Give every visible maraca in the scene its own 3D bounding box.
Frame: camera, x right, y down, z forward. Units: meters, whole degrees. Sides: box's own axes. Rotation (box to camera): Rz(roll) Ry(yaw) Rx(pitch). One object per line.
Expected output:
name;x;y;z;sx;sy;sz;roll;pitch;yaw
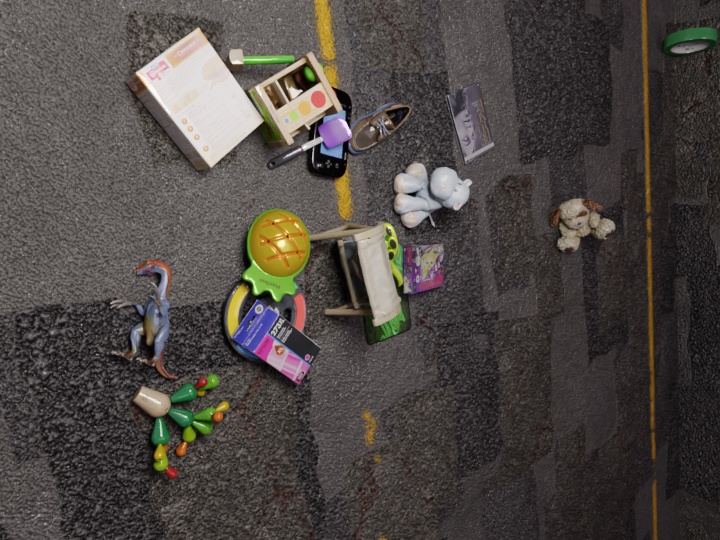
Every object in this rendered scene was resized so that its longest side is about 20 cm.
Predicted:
maraca;-0.173;-0.035;1.092;0.137;0.107;0.201;19;66;-19

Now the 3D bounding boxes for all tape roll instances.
tape roll;1.417;-0.983;2.272;0.200;0.200;0.048;-2;94;-39

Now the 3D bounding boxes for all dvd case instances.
dvd case;0.322;-0.429;1.536;0.148;0.016;0.201;-32;113;-34

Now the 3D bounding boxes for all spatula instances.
spatula;-0.115;-0.273;1.152;0.199;0.021;0.057;-30;102;-14

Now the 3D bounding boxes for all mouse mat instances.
mouse mat;0.067;0.079;1.372;0.160;0.008;0.201;-16;104;-37

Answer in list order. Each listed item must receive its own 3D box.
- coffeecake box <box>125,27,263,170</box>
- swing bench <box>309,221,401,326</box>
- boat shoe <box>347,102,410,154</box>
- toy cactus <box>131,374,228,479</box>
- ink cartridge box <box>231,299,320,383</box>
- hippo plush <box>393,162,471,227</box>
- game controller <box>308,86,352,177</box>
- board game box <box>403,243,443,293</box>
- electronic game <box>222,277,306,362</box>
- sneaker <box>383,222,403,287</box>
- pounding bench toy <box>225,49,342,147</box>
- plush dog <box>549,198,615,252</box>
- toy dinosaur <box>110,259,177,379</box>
coffeecake box;-0.306;-0.317;0.994;0.154;0.073;0.200;-50;121;-25
swing bench;0.000;0.000;1.185;0.129;0.200;0.200;-22;106;-36
boat shoe;0.045;-0.353;1.279;0.200;0.072;0.072;-47;120;-27
toy cactus;-0.352;0.277;1.000;0.165;0.102;0.200;38;78;-24
ink cartridge box;-0.173;0.155;1.120;0.200;0.037;0.095;45;70;-38
hippo plush;0.191;-0.181;1.354;0.200;0.160;0.160;44;67;-33
game controller;-0.067;-0.316;1.207;0.104;0.042;0.201;5;91;-34
board game box;0.170;-0.009;1.397;0.200;0.032;0.121;-10;104;-58
electronic game;-0.201;0.096;1.132;0.199;0.042;0.201;-3;95;-39
sneaker;0.064;-0.044;1.294;0.201;0.074;0.084;77;14;-46
pounding bench toy;-0.154;-0.376;1.060;0.156;0.124;0.200;-38;114;-16
plush dog;0.753;-0.184;1.831;0.172;0.199;0.161;43;33;-43
toy dinosaur;-0.389;0.081;0.980;0.200;0.104;0.182;78;26;-62
